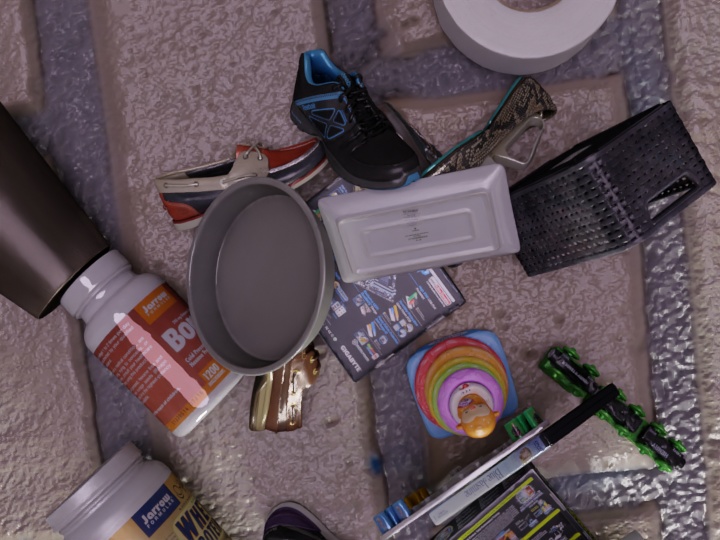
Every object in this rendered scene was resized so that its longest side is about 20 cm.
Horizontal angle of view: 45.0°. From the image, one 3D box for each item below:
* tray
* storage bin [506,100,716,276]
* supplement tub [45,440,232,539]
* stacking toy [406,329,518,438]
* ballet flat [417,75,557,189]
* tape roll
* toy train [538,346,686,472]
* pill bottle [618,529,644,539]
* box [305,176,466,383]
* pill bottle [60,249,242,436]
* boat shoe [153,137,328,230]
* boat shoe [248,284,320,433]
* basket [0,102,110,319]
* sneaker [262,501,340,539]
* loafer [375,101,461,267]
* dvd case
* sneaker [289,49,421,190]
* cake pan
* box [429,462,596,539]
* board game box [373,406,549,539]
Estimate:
[{"bbox_3d":[0.060,-0.042,0.905,0.197,0.022,0.108,-10,120,14],"label":"tray"},{"bbox_3d":[0.237,-0.078,0.884,0.134,0.200,0.094,-34,95,-21],"label":"storage bin"},{"bbox_3d":[-0.238,0.306,0.969,0.144,0.144,0.200,-41,94,4],"label":"supplement tub"},{"bbox_3d":[0.113,0.136,0.917,0.115,0.200,0.111,-19,95,4],"label":"stacking toy"},{"bbox_3d":[0.144,-0.129,0.928,0.075,0.068,0.200,42,68,8],"label":"ballet flat"},{"bbox_3d":[0.176,-0.318,0.929,0.199,0.071,0.206,0,88,2],"label":"tape roll"},{"bbox_3d":[0.285,0.157,0.988,0.200,0.056,0.042,41,80,-2],"label":"toy train"},{"bbox_3d":[0.243,0.376,0.937,0.199,0.113,0.114,-35,94,4],"label":"pill bottle"},{"bbox_3d":[0.000,0.000,0.984,0.158,0.046,0.201,-36,93,5],"label":"box"},{"bbox_3d":[-0.231,0.077,0.964,0.112,0.112,0.200,-44,93,5],"label":"pill bottle"},{"bbox_3d":[-0.130,-0.108,0.963,0.198,0.071,0.063,-20,112,9],"label":"boat shoe"},{"bbox_3d":[-0.076,0.096,0.970,0.067,0.072,0.202,10,118,-10],"label":"boat shoe"},{"bbox_3d":[-0.384,-0.057,0.949,0.200,0.136,0.180,43,98,-6],"label":"basket"},{"bbox_3d":[-0.029,0.351,0.996,0.198,0.088,0.076,31,95,-2],"label":"sneaker"},{"bbox_3d":[0.074,-0.102,0.972,0.063,0.072,0.201,-34,100,-20],"label":"loafer"},{"bbox_3d":[0.170,0.193,0.909,0.018,0.142,0.200,54,134,16],"label":"dvd case"},{"bbox_3d":[-0.011,-0.156,0.904,0.073,0.083,0.200,-26,51,-30],"label":"sneaker"},{"bbox_3d":[-0.102,0.006,0.899,0.198,0.037,0.203,-3,85,38],"label":"cake pan"},{"bbox_3d":[0.172,0.346,1.014,0.200,0.044,0.161,-42,92,4],"label":"box"},{"bbox_3d":[0.113,0.211,0.929,0.199,0.200,0.026,-36,75,4],"label":"board game box"}]
